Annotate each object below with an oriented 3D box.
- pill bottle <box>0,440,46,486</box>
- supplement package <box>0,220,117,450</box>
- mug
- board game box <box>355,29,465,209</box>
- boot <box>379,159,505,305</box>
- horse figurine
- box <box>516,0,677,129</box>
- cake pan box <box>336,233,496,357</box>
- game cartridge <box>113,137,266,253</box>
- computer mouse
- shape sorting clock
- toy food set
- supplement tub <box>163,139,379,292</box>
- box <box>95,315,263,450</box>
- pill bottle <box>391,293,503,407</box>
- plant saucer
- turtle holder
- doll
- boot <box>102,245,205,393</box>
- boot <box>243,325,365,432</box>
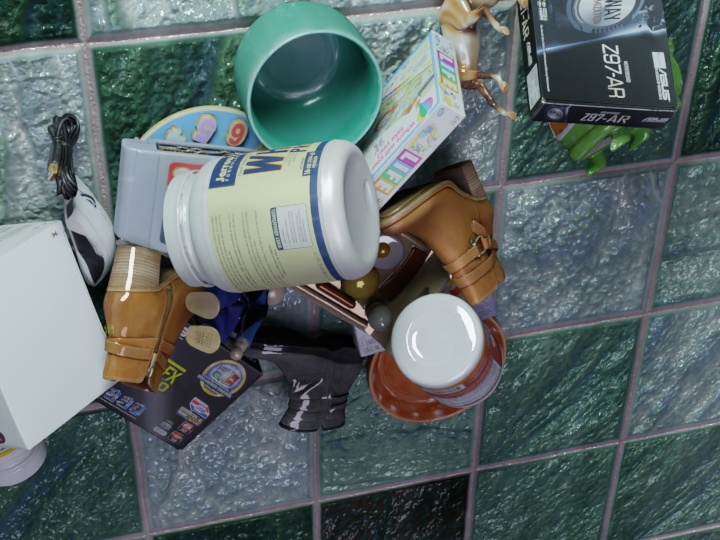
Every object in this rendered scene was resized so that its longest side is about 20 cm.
[{"bbox_3d":[-0.450,0.160,1.424,0.111,0.113,0.201,-18,129,-6],"label":"pill bottle"},{"bbox_3d":[-0.380,0.069,1.304,0.110,0.156,0.202,-3,114,35],"label":"supplement package"},{"bbox_3d":[-0.067,-0.200,1.300,0.151,0.115,0.186,8,122,-24],"label":"mug"},{"bbox_3d":[0.036,-0.152,1.323,0.034,0.135,0.200,26,129,-25],"label":"board game box"},{"bbox_3d":[0.098,-0.030,1.382,0.076,0.200,0.157,-12,101,33],"label":"boot"},{"bbox_3d":[0.124,-0.257,1.337,0.050,0.132,0.202,-21,125,-35],"label":"horse figurine"},{"bbox_3d":[0.258,-0.259,1.315,0.159,0.202,0.044,2,160,-12],"label":"box"},{"bbox_3d":[0.062,-0.002,1.508,0.198,0.052,0.186,-15,115,-7],"label":"cake pan box"},{"bbox_3d":[-0.176,-0.078,1.350,0.198,0.041,0.134,4,126,-14],"label":"game cartridge"},{"bbox_3d":[-0.306,-0.068,1.330,0.043,0.110,0.201,-11,136,-4],"label":"computer mouse"},{"bbox_3d":[-0.178,-0.096,1.383,0.198,0.039,0.201,-9,127,-13],"label":"shape sorting clock"},{"bbox_3d":[0.000,0.000,1.430,0.199,0.060,0.144,31,103,-24],"label":"toy food set"},{"bbox_3d":[-0.092,-0.054,1.251,0.198,0.146,0.146,-6,130,17],"label":"supplement tub"},{"bbox_3d":[-0.248,0.125,1.511,0.160,0.044,0.200,-42,127,12],"label":"box"},{"bbox_3d":[0.113,0.105,1.456,0.112,0.113,0.200,-33,158,5],"label":"pill bottle"},{"bbox_3d":[0.103,0.123,1.639,0.198,0.032,0.202,-9,125,-13],"label":"plant saucer"},{"bbox_3d":[0.302,-0.215,1.399,0.185,0.132,0.141,-35,172,6],"label":"turtle holder"},{"bbox_3d":[-0.144,0.042,1.417,0.048,0.200,0.138,6,104,19],"label":"doll"},{"bbox_3d":[-0.227,0.066,1.391,0.199,0.073,0.156,18,74,-52],"label":"boot"},{"bbox_3d":[-0.082,0.147,1.535,0.199,0.070,0.133,11,105,-34],"label":"boot"}]
